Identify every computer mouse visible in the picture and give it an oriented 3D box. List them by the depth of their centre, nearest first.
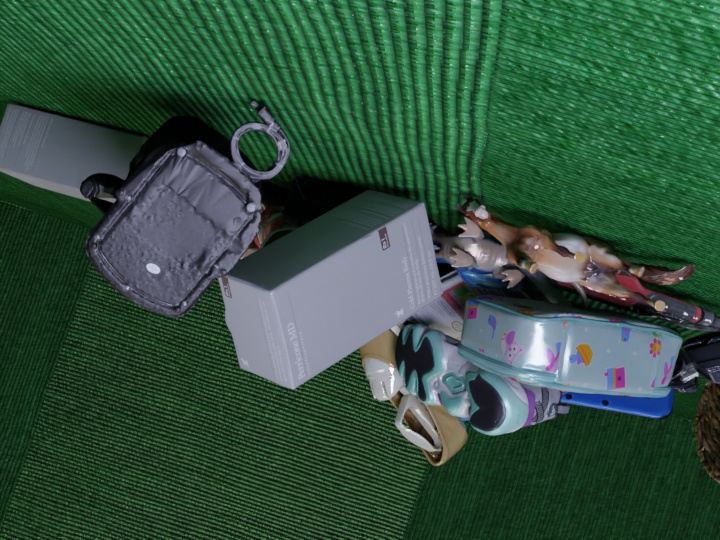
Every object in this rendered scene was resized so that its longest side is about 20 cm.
[{"bbox_3d":[0.397,0.087,1.399,0.200,0.053,0.139,6,-163,-6],"label":"computer mouse"}]

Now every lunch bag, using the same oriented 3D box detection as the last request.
[{"bbox_3d":[0.206,0.074,1.340,0.200,0.077,0.160,8,-177,-26],"label":"lunch bag"}]

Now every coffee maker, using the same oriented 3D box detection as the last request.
[{"bbox_3d":[-0.140,-0.067,1.205,0.135,0.192,0.200,63,-177,-15],"label":"coffee maker"}]

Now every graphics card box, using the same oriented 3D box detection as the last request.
[{"bbox_3d":[0.019,-0.043,1.476,0.125,0.051,0.200,16,173,31],"label":"graphics card box"}]

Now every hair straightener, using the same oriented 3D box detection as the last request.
[{"bbox_3d":[0.292,0.026,1.396,0.200,0.041,0.077,14,175,-1],"label":"hair straightener"}]

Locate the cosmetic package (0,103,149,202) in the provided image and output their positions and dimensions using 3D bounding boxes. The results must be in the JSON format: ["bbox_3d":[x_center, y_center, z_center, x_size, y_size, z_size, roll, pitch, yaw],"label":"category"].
[{"bbox_3d":[-0.318,-0.125,1.579,0.200,0.090,0.107,13,173,21],"label":"cosmetic package"}]

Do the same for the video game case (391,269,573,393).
[{"bbox_3d":[0.152,0.074,1.479,0.182,0.023,0.200,-28,118,31],"label":"video game case"}]

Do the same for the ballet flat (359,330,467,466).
[{"bbox_3d":[0.051,0.140,1.529,0.200,0.063,0.069,51,145,-18],"label":"ballet flat"}]

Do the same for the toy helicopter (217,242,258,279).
[{"bbox_3d":[-0.175,-0.070,1.751,0.132,0.079,0.200,-16,-140,-43],"label":"toy helicopter"}]

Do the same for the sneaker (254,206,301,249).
[{"bbox_3d":[-0.088,-0.028,1.489,0.108,0.067,0.201,36,-172,23],"label":"sneaker"}]

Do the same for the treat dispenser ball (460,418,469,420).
[{"bbox_3d":[0.115,0.082,1.637,0.201,0.201,0.201,18,175,2],"label":"treat dispenser ball"}]

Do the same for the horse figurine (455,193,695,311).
[{"bbox_3d":[0.191,-0.010,1.198,0.200,0.050,0.133,13,-171,-20],"label":"horse figurine"}]

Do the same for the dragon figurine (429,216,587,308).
[{"bbox_3d":[0.130,-0.012,1.360,0.200,0.059,0.099,13,176,-6],"label":"dragon figurine"}]

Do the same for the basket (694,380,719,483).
[{"bbox_3d":[0.469,0.182,1.492,0.149,0.143,0.200,19,-161,-6],"label":"basket"}]

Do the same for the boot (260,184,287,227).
[{"bbox_3d":[-0.076,-0.049,1.671,0.200,0.064,0.186,17,164,-18],"label":"boot"}]

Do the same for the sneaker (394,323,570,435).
[{"bbox_3d":[0.137,0.114,1.437,0.140,0.078,0.200,0,-156,-38],"label":"sneaker"}]

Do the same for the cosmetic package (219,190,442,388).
[{"bbox_3d":[-0.027,0.014,1.268,0.090,0.107,0.200,15,-142,43],"label":"cosmetic package"}]

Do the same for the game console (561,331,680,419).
[{"bbox_3d":[0.301,0.121,1.744,0.200,0.118,0.171,10,175,9],"label":"game console"}]
